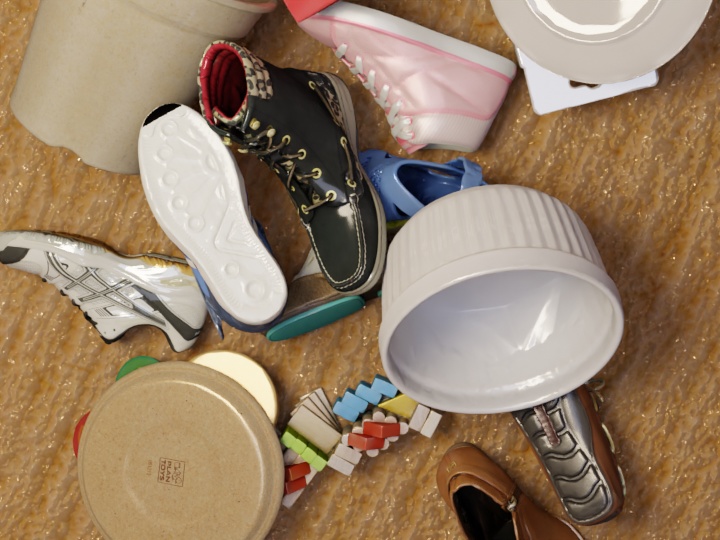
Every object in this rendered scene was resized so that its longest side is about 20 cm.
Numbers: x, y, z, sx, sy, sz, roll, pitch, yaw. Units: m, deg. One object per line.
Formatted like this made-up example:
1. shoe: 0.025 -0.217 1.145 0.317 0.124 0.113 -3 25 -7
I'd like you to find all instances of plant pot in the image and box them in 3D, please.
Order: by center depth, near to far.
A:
1. plant pot: -0.199 -0.190 1.470 0.200 0.201 0.184 29 107 -2

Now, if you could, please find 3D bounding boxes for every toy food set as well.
1. toy food set: -0.160 0.172 1.550 0.197 0.049 0.201 -8 93 14

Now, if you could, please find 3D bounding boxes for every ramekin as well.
1. ramekin: 0.110 0.020 1.446 0.199 0.200 0.105 -9 52 2

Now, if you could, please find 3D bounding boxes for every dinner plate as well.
1. dinner plate: 0.191 -0.251 1.426 0.199 0.024 0.201 6 105 23

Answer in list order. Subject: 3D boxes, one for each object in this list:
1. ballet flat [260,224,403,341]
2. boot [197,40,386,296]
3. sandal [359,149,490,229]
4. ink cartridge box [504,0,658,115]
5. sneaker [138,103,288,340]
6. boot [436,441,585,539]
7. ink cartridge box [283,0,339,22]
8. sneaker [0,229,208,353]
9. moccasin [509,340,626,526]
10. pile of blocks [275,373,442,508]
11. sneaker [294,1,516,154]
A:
1. ballet flat: 0.000 0.000 1.541 0.199 0.068 0.073 -19 75 3
2. boot: -0.058 -0.084 1.423 0.073 0.154 0.204 -24 66 30
3. sandal: 0.038 -0.072 1.497 0.199 0.087 0.080 8 69 17
4. ink cartridge box: 0.177 -0.243 1.503 0.115 0.068 0.201 -14 95 4
5. sneaker: -0.126 -0.038 1.474 0.080 0.146 0.201 -29 91 -8
6. boot: 0.141 0.233 1.510 0.077 0.155 0.200 -37 94 4
7. ink cartridge box: 0.002 -0.269 1.431 0.200 0.116 0.067 -34 97 -37
8. sneaker: -0.230 0.019 1.536 0.199 0.076 0.088 14 96 0
9. moccasin: 0.180 0.124 1.541 0.074 0.078 0.202 -34 75 20
10. pile of blocks: -0.012 0.140 1.551 0.200 0.062 0.082 -28 95 4
11. sneaker: 0.027 -0.162 1.511 0.200 0.075 0.105 19 91 -5
